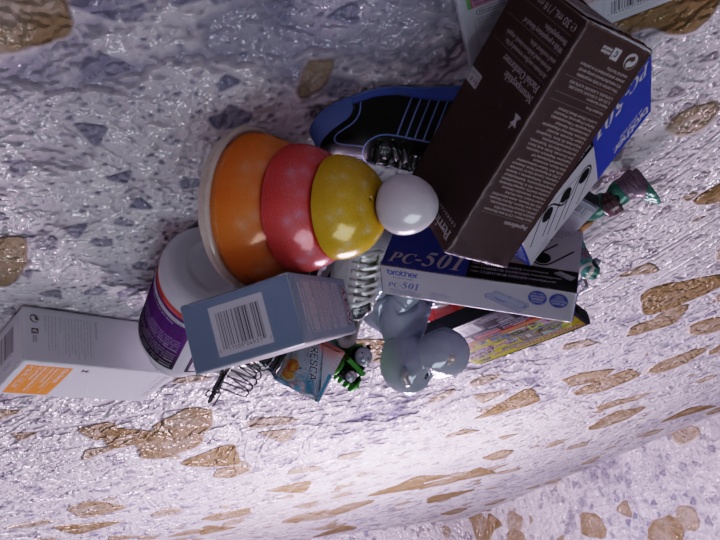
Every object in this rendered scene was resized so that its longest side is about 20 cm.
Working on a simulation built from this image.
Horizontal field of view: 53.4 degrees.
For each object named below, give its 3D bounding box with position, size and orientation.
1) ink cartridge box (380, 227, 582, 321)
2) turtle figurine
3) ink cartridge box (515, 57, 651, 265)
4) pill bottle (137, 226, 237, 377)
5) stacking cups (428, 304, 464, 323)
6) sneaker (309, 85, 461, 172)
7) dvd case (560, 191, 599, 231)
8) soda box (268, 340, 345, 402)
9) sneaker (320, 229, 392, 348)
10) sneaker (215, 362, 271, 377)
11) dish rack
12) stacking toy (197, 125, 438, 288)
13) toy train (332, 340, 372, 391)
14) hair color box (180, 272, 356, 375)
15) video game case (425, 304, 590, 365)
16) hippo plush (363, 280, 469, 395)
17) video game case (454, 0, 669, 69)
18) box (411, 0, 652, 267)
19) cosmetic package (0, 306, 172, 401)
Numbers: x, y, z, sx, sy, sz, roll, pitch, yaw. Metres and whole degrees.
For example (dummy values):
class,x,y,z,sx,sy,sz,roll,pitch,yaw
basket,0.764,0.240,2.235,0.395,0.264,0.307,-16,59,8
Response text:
class,x,y,z,sx,sy,sz,roll,pitch,yaw
ink cartridge box,0.128,-0.008,0.755,0.197,0.095,0.045,8,134,15
turtle figurine,0.257,-0.044,0.864,0.199,0.150,0.101,-37,105,16
ink cartridge box,0.199,-0.109,0.680,0.201,0.044,0.094,-51,150,-4
pill bottle,-0.190,0.046,0.817,0.111,0.114,0.200,1,149,-28
stacking cups,0.202,0.056,1.098,0.196,0.061,0.061,-4,152,-9
sneaker,0.055,-0.121,0.661,0.197,0.079,0.070,-10,153,-9
dvd case,0.147,-0.048,0.806,0.149,0.025,0.201,28,136,-6
soda box,-0.077,0.101,0.899,0.063,0.069,0.200,29,178,-12
sneaker,0.000,0.000,0.834,0.075,0.081,0.202,1,134,-17
sneaker,-0.136,0.121,1.042,0.197,0.077,0.092,9,154,-23
dish rack,-0.126,0.082,0.878,0.054,0.155,0.200,28,138,-10
stacking toy,-0.025,-0.053,0.613,0.197,0.148,0.146,2,161,26
toy train,-0.025,0.112,0.929,0.056,0.042,0.200,-47,-170,-9
hair color box,-0.075,0.047,0.663,0.098,0.062,0.200,-17,174,10
video game case,0.214,0.081,1.053,0.198,0.026,0.180,-26,148,28
hippo plush,0.059,0.072,0.930,0.197,0.163,0.160,-16,153,4
video game case,0.164,-0.247,0.541,0.197,0.022,0.182,-18,153,9
box,0.122,-0.114,0.568,0.074,0.101,0.202,10,124,-29
cosmetic package,-0.346,0.111,0.908,0.198,0.072,0.101,13,142,-42
